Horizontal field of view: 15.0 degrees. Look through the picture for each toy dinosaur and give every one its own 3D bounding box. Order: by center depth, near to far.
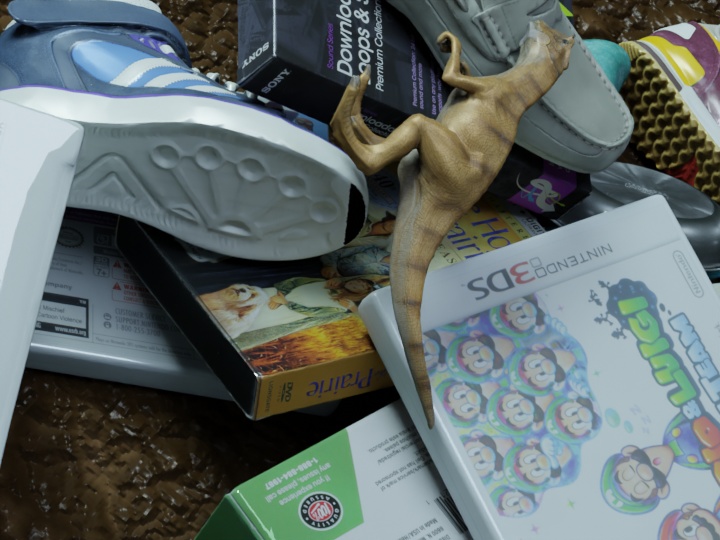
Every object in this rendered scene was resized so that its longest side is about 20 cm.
[{"bbox_3d":[0.034,-0.044,1.243,0.106,0.060,0.200,28,74,1],"label":"toy dinosaur"}]

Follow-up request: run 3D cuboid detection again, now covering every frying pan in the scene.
[{"bbox_3d":[0.132,-0.024,1.437,0.115,0.031,0.190,26,22,24],"label":"frying pan"}]

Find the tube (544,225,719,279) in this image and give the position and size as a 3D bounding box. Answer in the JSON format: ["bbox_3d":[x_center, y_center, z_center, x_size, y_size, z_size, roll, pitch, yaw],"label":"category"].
[{"bbox_3d":[0.105,0.002,1.448,0.200,0.050,0.077,-14,45,-36],"label":"tube"}]

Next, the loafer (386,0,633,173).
[{"bbox_3d":[0.064,-0.130,1.317,0.200,0.070,0.070,44,42,-11],"label":"loafer"}]

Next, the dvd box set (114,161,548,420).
[{"bbox_3d":[0.000,0.000,1.341,0.200,0.029,0.146,-12,42,-29],"label":"dvd box set"}]

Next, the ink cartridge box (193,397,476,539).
[{"bbox_3d":[0.034,0.171,1.268,0.145,0.084,0.200,-26,72,-39],"label":"ink cartridge box"}]

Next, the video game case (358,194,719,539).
[{"bbox_3d":[0.117,0.075,1.289,0.182,0.024,0.200,-18,74,-32],"label":"video game case"}]

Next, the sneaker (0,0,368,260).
[{"bbox_3d":[-0.085,-0.085,1.336,0.199,0.081,0.147,10,38,3],"label":"sneaker"}]

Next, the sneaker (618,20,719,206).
[{"bbox_3d":[0.223,-0.059,1.531,0.090,0.075,0.200,-20,69,-30],"label":"sneaker"}]

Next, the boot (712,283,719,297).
[{"bbox_3d":[0.166,0.088,1.405,0.200,0.072,0.145,-13,65,-24],"label":"boot"}]

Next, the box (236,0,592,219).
[{"bbox_3d":[0.026,-0.121,1.355,0.200,0.036,0.143,20,51,-31],"label":"box"}]

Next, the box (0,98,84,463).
[{"bbox_3d":[-0.244,0.015,1.169,0.199,0.131,0.199,17,73,-16],"label":"box"}]

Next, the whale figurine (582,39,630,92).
[{"bbox_3d":[0.061,-0.134,1.481,0.200,0.104,0.159,21,50,-9],"label":"whale figurine"}]

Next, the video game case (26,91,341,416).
[{"bbox_3d":[-0.108,-0.022,1.374,0.199,0.023,0.183,10,54,-19],"label":"video game case"}]
